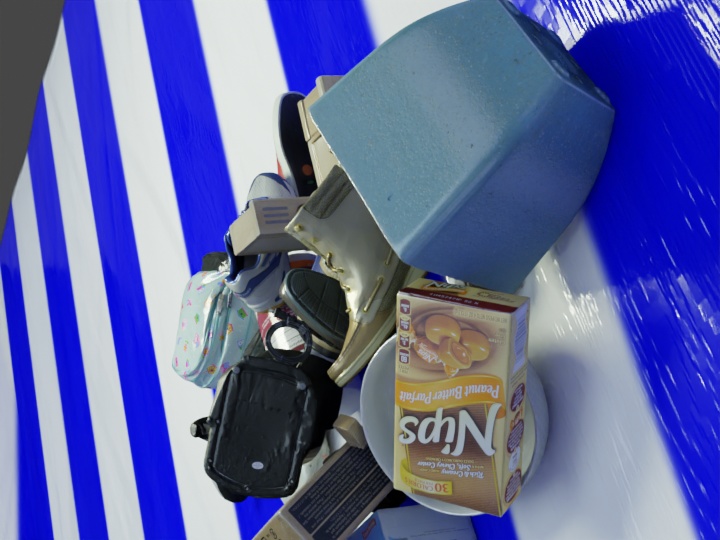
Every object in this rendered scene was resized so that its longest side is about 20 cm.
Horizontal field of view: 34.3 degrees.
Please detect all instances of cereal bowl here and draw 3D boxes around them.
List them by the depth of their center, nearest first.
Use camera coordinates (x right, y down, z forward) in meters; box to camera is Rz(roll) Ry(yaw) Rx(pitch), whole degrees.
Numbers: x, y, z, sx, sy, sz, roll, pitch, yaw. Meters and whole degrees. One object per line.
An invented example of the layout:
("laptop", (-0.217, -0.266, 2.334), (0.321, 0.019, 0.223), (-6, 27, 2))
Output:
("cereal bowl", (0.102, 0.138, 1.174), (0.198, 0.083, 0.203), (9, 110, 27))

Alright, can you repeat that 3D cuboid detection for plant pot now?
("plant pot", (0.112, -0.127, 1.065), (0.200, 0.195, 0.197), (-45, 57, 22))

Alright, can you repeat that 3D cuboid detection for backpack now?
("backpack", (-0.198, 0.075, 1.709), (0.167, 0.125, 0.203), (177, 105, -67))

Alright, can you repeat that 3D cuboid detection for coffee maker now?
("coffee maker", (-0.081, 0.144, 1.307), (0.193, 0.134, 0.200), (-55, -4, 6))

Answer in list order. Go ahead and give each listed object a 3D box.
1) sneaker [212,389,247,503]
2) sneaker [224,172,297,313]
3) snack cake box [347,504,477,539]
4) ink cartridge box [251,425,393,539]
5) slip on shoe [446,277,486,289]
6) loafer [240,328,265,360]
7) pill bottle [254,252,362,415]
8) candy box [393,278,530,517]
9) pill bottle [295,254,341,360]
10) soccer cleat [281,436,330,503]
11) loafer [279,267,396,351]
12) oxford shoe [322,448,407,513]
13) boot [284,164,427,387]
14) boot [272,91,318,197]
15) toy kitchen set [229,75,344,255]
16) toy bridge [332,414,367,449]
("sneaker", (-0.181, 0.255, 1.762), (0.087, 0.075, 0.203), (3, 94, 56))
("sneaker", (-0.128, -0.050, 1.469), (0.075, 0.088, 0.202), (-21, 54, 27))
("snack cake box", (0.035, 0.331, 1.312), (0.200, 0.114, 0.068), (-54, 46, 48))
("ink cartridge box", (-0.046, 0.272, 1.284), (0.075, 0.164, 0.200), (44, 143, 7))
("slip on shoe", (0.111, -0.060, 1.221), (0.060, 0.076, 0.202), (-19, 59, 19))
("loafer", (-0.134, 0.119, 1.581), (0.073, 0.072, 0.200), (58, -165, -10))
("pill bottle", (-0.067, 0.089, 1.495), (0.115, 0.113, 0.202), (-57, 43, 46))
("candy box", (0.093, 0.117, 1.090), (0.114, 0.055, 0.203), (10, 109, 27))
("pill bottle", (0.000, 0.000, 1.370), (0.112, 0.111, 0.201), (60, 141, 42))
("soccer cleat", (-0.067, 0.231, 1.563), (0.077, 0.069, 0.203), (16, 107, 44))
("loafer", (-0.012, 0.071, 1.312), (0.063, 0.199, 0.072), (-44, 21, 46))
("oxford shoe", (0.038, 0.245, 1.372), (0.199, 0.072, 0.085), (-16, 101, 58))
("boot", (-0.020, 0.005, 1.241), (0.201, 0.154, 0.073), (-58, 2, -4))
("boot", (-0.102, -0.133, 1.603), (0.144, 0.072, 0.203), (-27, 71, 61))
("toy kitchen set", (-0.060, -0.144, 1.403), (0.163, 0.179, 0.203), (-34, 65, 56))
("toy bridge", (0.045, 0.109, 1.262), (0.027, 0.067, 0.201), (4, 51, 46))
